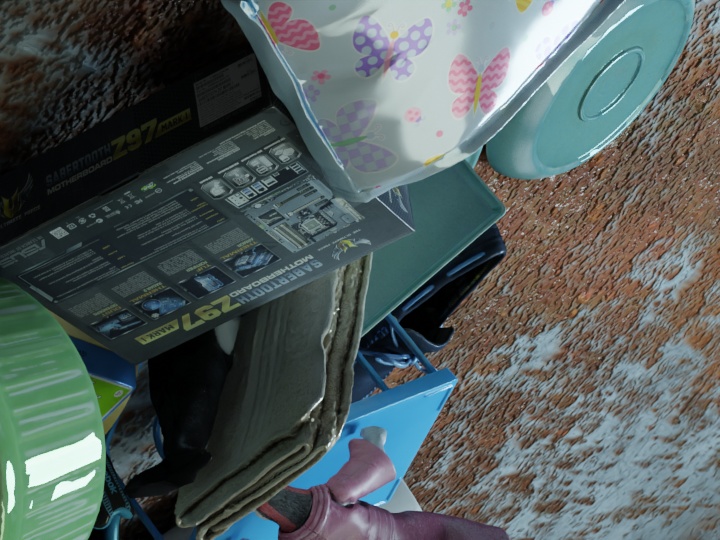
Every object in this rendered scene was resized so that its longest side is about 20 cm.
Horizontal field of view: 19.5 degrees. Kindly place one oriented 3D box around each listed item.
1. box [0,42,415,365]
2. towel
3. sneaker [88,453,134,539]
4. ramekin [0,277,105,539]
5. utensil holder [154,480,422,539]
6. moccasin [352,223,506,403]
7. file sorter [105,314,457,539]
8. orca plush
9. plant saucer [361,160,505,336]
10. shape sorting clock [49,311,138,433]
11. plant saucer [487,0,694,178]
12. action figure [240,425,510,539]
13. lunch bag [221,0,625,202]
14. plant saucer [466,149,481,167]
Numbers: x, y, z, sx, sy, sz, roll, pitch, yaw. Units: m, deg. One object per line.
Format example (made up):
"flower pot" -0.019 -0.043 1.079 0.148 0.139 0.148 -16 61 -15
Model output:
"box" -0.092 -0.032 1.161 0.199 0.051 0.158 -25 144 20
"towel" -0.052 0.061 1.265 0.034 0.201 0.132 37 125 -22
"sneaker" -0.211 0.193 1.435 0.073 0.082 0.201 -23 151 -37
"ramekin" -0.230 0.095 1.119 0.097 0.200 0.201 -15 145 -54
"utensil holder" -0.058 0.240 1.632 0.199 0.170 0.171 -31 154 -22
"moccasin" 0.035 0.034 1.544 0.080 0.068 0.201 -11 142 -47
"file sorter" -0.062 0.106 1.459 0.199 0.123 0.139 -19 147 -40
"orca plush" -0.122 0.054 1.280 0.105 0.071 0.201 -48 -159 43
"plant saucer" 0.000 0.000 1.381 0.200 0.070 0.019 -41 172 0
"shape sorting clock" -0.226 0.083 1.283 0.199 0.039 0.201 -23 146 -16
"plant saucer" 0.170 -0.139 1.486 0.200 0.027 0.201 -38 157 -20
"action figure" -0.001 0.186 1.356 0.199 0.149 0.135 28 104 -30
"lunch bag" 0.022 -0.159 1.070 0.200 0.127 0.170 -47 130 -18
"plant saucer" 0.014 -0.060 1.412 0.199 0.027 0.201 -33 154 -18
